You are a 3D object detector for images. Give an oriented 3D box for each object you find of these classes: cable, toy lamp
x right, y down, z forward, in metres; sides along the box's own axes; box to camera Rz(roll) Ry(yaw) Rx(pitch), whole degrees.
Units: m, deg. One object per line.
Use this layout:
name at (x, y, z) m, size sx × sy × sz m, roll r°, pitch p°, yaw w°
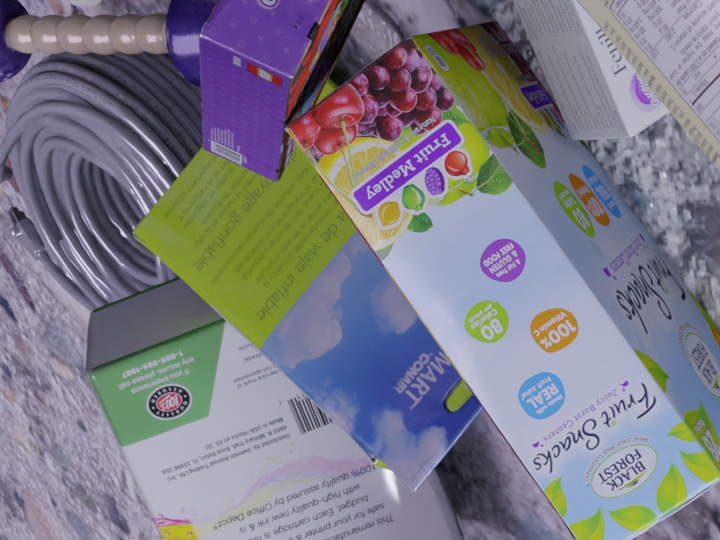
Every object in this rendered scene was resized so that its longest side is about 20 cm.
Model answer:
cable at (-0.123, -0.036, 1.234) m, size 0.200 × 0.069 × 0.200 m, roll 49°, pitch 150°, yaw 11°
toy lamp at (-0.122, -0.121, 1.117) m, size 0.199 × 0.058 × 0.058 m, roll 2°, pitch 124°, yaw 35°

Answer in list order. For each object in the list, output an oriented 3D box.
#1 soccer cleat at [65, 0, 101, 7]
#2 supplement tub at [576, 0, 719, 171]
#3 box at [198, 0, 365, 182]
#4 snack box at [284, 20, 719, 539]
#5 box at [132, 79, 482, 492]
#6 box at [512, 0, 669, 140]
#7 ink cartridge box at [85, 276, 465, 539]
soccer cleat at (-0.191, -0.209, 1.107) m, size 0.200 × 0.077 × 0.069 m, roll 61°, pitch 164°, yaw 18°
supplement tub at (0.160, -0.083, 0.666) m, size 0.200 × 0.145 × 0.145 m, roll 51°, pitch 151°, yaw 8°
box at (-0.017, -0.119, 0.847) m, size 0.039 × 0.137 × 0.200 m, roll 25°, pitch 172°, yaw 0°
snack box at (0.073, 0.000, 0.875) m, size 0.068 × 0.169 × 0.200 m, roll -35°, pitch 89°, yaw 17°
box at (0.000, 0.000, 1.029) m, size 0.200 × 0.122 × 0.048 m, roll 42°, pitch -175°, yaw 25°
box at (0.069, -0.147, 0.850) m, size 0.041 × 0.039 × 0.200 m, roll 1°, pitch 121°, yaw 58°
ink cartridge box at (-0.040, 0.096, 1.147) m, size 0.084 × 0.144 × 0.200 m, roll -106°, pitch -6°, yaw -67°
